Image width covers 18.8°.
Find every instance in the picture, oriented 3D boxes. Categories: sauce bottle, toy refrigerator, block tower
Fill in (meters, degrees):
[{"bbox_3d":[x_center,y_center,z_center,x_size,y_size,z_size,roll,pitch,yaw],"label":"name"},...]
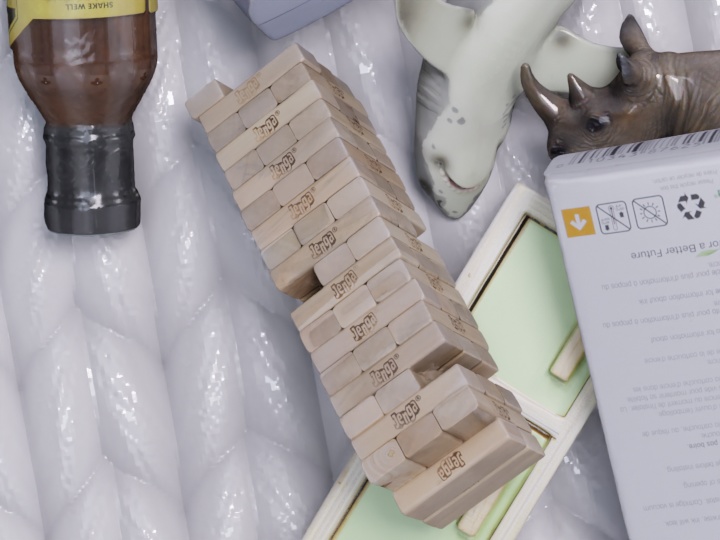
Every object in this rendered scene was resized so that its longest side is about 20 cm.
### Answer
[{"bbox_3d":[-0.116,-0.115,0.902,0.064,0.065,0.201,0,101,3],"label":"sauce bottle"},{"bbox_3d":[0.044,0.068,0.902,0.076,0.070,0.200,32,91,3],"label":"toy refrigerator"},{"bbox_3d":[0.000,0.000,0.866,0.058,0.054,0.200,-36,61,14],"label":"block tower"}]

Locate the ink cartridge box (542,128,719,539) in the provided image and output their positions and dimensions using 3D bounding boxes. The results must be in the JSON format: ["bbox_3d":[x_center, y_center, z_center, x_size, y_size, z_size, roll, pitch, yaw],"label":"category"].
[{"bbox_3d":[0.186,0.039,0.822,0.197,0.047,0.201,-9,108,19],"label":"ink cartridge box"}]

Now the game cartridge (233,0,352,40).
[{"bbox_3d":[0.010,-0.191,0.887,0.200,0.041,0.133,-41,56,2],"label":"game cartridge"}]

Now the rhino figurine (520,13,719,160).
[{"bbox_3d":[0.156,-0.043,0.866,0.199,0.060,0.088,24,126,1],"label":"rhino figurine"}]

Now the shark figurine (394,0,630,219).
[{"bbox_3d":[0.084,-0.131,0.893,0.214,0.090,0.128,-37,131,9],"label":"shark figurine"}]
